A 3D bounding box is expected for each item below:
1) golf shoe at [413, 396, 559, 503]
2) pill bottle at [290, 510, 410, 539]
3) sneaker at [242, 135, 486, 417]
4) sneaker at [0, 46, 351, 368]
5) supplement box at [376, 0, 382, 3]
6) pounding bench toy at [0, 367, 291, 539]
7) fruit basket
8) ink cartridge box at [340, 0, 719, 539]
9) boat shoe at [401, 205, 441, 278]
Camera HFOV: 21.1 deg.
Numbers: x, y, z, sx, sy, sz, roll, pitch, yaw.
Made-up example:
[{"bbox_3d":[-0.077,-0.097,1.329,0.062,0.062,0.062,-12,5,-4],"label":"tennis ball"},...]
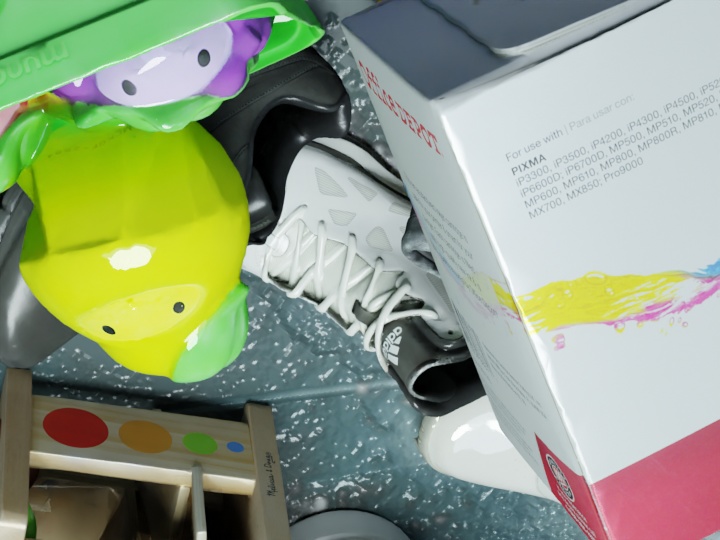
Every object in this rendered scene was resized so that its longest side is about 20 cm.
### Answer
[{"bbox_3d":[0.129,0.096,0.986,0.198,0.098,0.079,2,122,-7],"label":"golf shoe"},{"bbox_3d":[0.003,0.217,0.975,0.115,0.200,0.117,-4,119,-7],"label":"pill bottle"},{"bbox_3d":[0.000,0.000,0.899,0.199,0.116,0.076,17,118,-17],"label":"sneaker"},{"bbox_3d":[-0.086,-0.031,0.844,0.200,0.091,0.076,-49,155,-4],"label":"sneaker"},{"bbox_3d":[0.119,-0.088,0.859,0.199,0.109,0.110,32,98,-23],"label":"supplement box"},{"bbox_3d":[-0.123,0.159,0.925,0.155,0.200,0.125,9,119,-14],"label":"pounding bench toy"},{"bbox_3d":[-0.107,-0.047,0.743,0.213,0.155,0.218,0,91,8],"label":"fruit basket"},{"bbox_3d":[0.103,-0.024,0.737,0.144,0.145,0.201,-26,113,-5],"label":"ink cartridge box"},{"bbox_3d":[0.100,0.018,0.866,0.199,0.069,0.073,36,153,-30],"label":"boat shoe"}]
